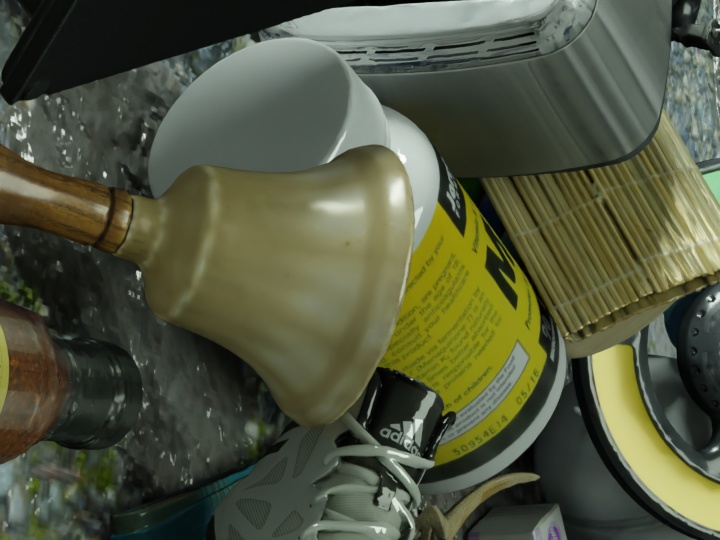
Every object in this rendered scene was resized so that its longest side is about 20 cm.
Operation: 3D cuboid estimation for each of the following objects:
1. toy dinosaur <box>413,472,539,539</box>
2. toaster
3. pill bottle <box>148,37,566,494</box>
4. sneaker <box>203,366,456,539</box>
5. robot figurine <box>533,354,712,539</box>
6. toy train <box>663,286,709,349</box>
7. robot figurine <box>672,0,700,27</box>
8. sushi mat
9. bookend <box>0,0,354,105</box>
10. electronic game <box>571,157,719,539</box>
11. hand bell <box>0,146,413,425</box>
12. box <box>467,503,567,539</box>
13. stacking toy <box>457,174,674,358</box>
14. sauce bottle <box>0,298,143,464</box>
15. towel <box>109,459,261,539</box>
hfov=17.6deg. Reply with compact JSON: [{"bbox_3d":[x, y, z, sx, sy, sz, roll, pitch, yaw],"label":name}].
[{"bbox_3d":[0.017,0.144,1.029,0.101,0.058,0.200,74,34,-50],"label":"toy dinosaur"},{"bbox_3d":[0.050,-0.111,1.008,0.129,0.200,0.114,46,49,-60],"label":"toaster"},{"bbox_3d":[0.000,0.000,0.991,0.200,0.114,0.114,51,41,-45],"label":"pill bottle"},{"bbox_3d":[-0.009,0.090,0.824,0.076,0.200,0.115,29,91,-16],"label":"sneaker"},{"bbox_3d":[0.162,0.128,1.261,0.200,0.113,0.170,66,32,-29],"label":"robot figurine"},{"bbox_3d":[0.133,-0.043,1.244,0.200,0.085,0.116,48,12,-17],"label":"toy train"},{"bbox_3d":[0.127,-0.206,1.261,0.150,0.125,0.200,85,18,-50],"label":"robot figurine"},{"bbox_3d":[0.094,-0.062,1.069,0.012,0.096,0.200,84,-17,-58],"label":"sushi mat"},{"bbox_3d":[-0.091,-0.181,0.839,0.200,0.092,0.199,-25,71,-47],"label":"bookend"},{"bbox_3d":[0.199,0.041,1.183,0.200,0.042,0.200,2,84,-19],"label":"electronic game"},{"bbox_3d":[-0.093,-0.018,0.803,0.200,0.104,0.104,15,66,-24],"label":"hand bell"},{"bbox_3d":[0.100,0.220,1.203,0.039,0.041,0.200,-35,115,-59],"label":"box"},{"bbox_3d":[0.075,-0.059,1.115,0.200,0.085,0.085,57,21,21],"label":"stacking toy"},{"bbox_3d":[-0.144,0.035,0.771,0.200,0.066,0.066,18,68,-62],"label":"sauce bottle"},{"bbox_3d":[-0.046,0.181,0.964,0.147,0.022,0.200,-16,99,-61],"label":"towel"}]
